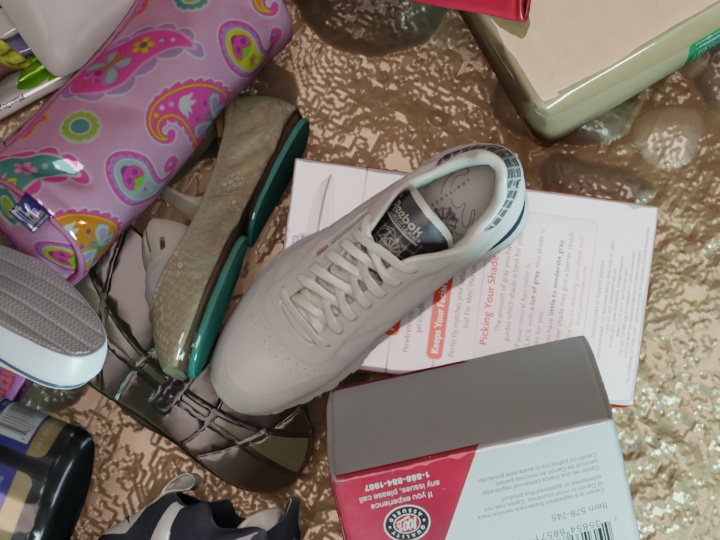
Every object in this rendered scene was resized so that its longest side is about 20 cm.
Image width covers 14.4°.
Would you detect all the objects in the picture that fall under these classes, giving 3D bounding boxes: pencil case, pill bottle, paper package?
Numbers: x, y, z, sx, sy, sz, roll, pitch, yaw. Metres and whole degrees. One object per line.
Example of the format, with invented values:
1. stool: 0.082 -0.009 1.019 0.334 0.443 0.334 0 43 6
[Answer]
1. pencil case: -0.123 -0.086 1.512 0.087 0.087 0.200 38 68 5
2. pill bottle: -0.250 0.102 1.503 0.200 0.112 0.112 21 85 4
3. paper package: 0.133 -0.198 1.549 0.200 0.103 0.191 -31 84 -2

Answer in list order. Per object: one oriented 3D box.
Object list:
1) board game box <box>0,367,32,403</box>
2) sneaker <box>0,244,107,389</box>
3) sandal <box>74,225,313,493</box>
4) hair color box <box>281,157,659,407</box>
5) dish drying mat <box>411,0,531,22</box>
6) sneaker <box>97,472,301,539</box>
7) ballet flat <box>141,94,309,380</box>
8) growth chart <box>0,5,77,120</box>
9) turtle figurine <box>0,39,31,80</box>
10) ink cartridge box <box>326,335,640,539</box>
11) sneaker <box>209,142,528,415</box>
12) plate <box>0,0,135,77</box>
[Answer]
1. board game box: -0.277 0.106 1.572 0.120 0.032 0.200 30 86 8
2. sneaker: -0.214 0.022 1.472 0.200 0.073 0.071 27 120 28
3. sandal: -0.107 0.043 1.562 0.200 0.055 0.082 40 90 -8
4. hair color box: 0.056 0.008 1.551 0.199 0.064 0.111 8 86 2
5. dish drying mat: 0.005 -0.186 1.511 0.200 0.018 0.077 14 113 30
6. sneaker: -0.054 0.190 1.527 0.199 0.079 0.130 42 96 16
7. ballet flat: -0.085 -0.020 1.527 0.062 0.068 0.200 19 47 6
8. growth chart: -0.223 -0.176 1.605 0.145 0.018 0.200 -34 83 -1
9. turtle figurine: -0.251 -0.065 1.558 0.200 0.064 0.161 34 87 0
10. ink cartridge box: 0.074 0.160 1.465 0.145 0.145 0.200 -12 105 2
11. sneaker: 0.000 0.000 1.483 0.200 0.081 0.076 -40 86 0
12. plate: -0.145 -0.241 1.587 0.199 0.032 0.200 -35 83 -9
